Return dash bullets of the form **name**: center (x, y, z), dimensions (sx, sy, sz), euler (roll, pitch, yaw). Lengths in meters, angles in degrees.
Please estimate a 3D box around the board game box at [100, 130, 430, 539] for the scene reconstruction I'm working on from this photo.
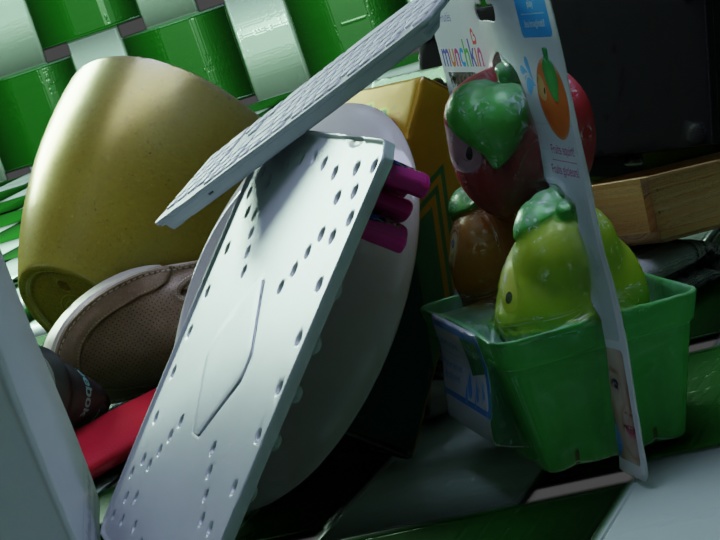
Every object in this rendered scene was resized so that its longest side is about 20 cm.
- **board game box**: center (-0.044, 0.040, 0.877), dimensions (0.026, 0.201, 0.200), euler (23, -1, -16)

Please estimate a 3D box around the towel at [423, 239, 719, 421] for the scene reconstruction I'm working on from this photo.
- **towel**: center (0.062, 0.025, 1.115), dimensions (0.199, 0.035, 0.192), euler (-25, 11, -27)

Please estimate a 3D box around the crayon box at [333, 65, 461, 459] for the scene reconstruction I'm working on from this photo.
- **crayon box**: center (-0.004, -0.015, 1.017), dimensions (0.051, 0.201, 0.125), euler (23, -15, -30)

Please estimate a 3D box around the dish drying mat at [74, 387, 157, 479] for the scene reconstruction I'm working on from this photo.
- **dish drying mat**: center (-0.113, 0.082, 1.194), dimensions (0.077, 0.018, 0.200), euler (-10, 13, 47)

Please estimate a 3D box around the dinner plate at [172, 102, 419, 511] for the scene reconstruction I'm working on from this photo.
- **dinner plate**: center (-0.041, 0.013, 0.987), dimensions (0.024, 0.201, 0.200), euler (22, -13, -29)

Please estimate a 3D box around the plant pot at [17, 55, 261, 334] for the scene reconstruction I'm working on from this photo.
- **plant pot**: center (-0.144, -0.019, 1.394), dimensions (0.199, 0.200, 0.142), euler (-9, 40, 46)

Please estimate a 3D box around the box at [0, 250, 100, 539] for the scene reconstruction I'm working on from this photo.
- **box**: center (-0.207, 0.062, 0.939), dimensions (0.130, 0.201, 0.199), euler (-22, 9, -4)

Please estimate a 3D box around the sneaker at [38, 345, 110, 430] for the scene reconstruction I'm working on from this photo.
- **sneaker**: center (-0.235, 0.101, 1.232), dimensions (0.199, 0.076, 0.079), euler (-18, -15, 24)

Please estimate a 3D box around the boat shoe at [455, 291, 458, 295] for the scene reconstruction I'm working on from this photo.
- **boat shoe**: center (0.000, 0.000, 1.124), dimensions (0.199, 0.071, 0.070), euler (-27, 10, -10)

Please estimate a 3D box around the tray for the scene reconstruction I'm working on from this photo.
- **tray**: center (0.205, -0.047, 1.135), dimensions (0.199, 0.037, 0.098), euler (-13, 3, -29)

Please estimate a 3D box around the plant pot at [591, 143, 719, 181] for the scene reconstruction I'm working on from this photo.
- **plant pot**: center (0.172, -0.141, 1.428), dimensions (0.192, 0.201, 0.200), euler (-31, 10, -2)

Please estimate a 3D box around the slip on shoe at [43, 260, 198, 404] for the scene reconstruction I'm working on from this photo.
- **slip on shoe**: center (-0.098, 0.032, 1.305), dimensions (0.199, 0.076, 0.061), euler (-17, 20, -25)

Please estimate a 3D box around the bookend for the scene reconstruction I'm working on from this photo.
- **bookend**: center (0.170, -0.106, 1.207), dimensions (0.198, 0.093, 0.199), euler (-4, -1, 43)

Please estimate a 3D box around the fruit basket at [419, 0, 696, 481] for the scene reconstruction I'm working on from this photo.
- **fruit basket**: center (0.064, -0.022, 0.878), dimensions (0.093, 0.201, 0.185), euler (-21, 10, -9)

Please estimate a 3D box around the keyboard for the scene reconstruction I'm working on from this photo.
- **keyboard**: center (-0.022, -0.074, 0.911), dimensions (0.200, 0.011, 0.056), euler (-32, 21, 45)
